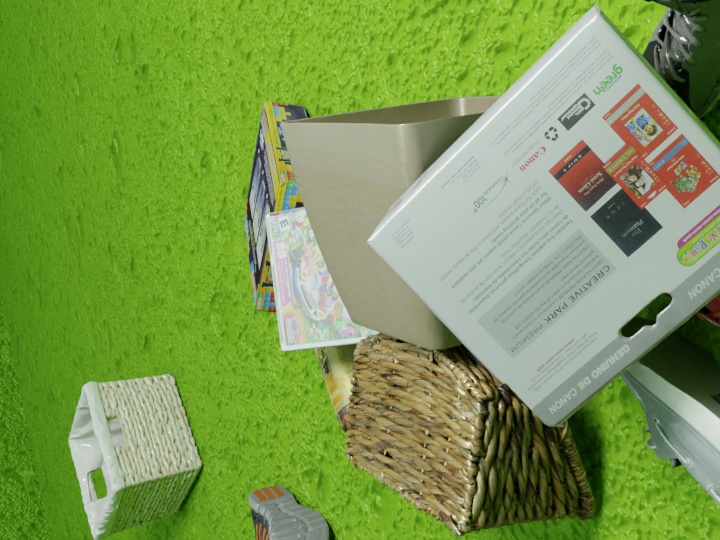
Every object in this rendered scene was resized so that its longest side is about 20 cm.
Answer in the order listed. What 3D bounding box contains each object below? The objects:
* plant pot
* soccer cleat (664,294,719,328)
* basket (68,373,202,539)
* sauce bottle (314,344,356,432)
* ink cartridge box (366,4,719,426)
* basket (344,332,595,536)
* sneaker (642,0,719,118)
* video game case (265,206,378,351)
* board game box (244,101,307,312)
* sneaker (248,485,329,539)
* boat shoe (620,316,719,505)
[{"bbox_3d":[0.071,-0.045,0.843,0.199,0.197,0.181,13,112,58],"label":"plant pot"},{"bbox_3d":[0.239,0.012,0.674,0.200,0.072,0.069,50,136,43],"label":"soccer cleat"},{"bbox_3d":[-0.382,0.309,1.708,0.200,0.158,0.201,65,144,29],"label":"basket"},{"bbox_3d":[-0.022,0.081,1.144,0.066,0.065,0.202,-58,43,46],"label":"sauce bottle"},{"bbox_3d":[0.135,-0.032,0.657,0.176,0.084,0.200,46,110,-4],"label":"ink cartridge box"},{"bbox_3d":[0.097,0.122,0.882,0.199,0.147,0.146,18,105,59],"label":"basket"},{"bbox_3d":[0.204,-0.165,0.658,0.076,0.114,0.201,65,144,28],"label":"sneaker"},{"bbox_3d":[0.000,0.000,1.027,0.197,0.018,0.146,-8,88,24],"label":"video game case"},{"bbox_3d":[-0.092,-0.076,1.185,0.201,0.056,0.168,-106,27,-54],"label":"board game box"},{"bbox_3d":[-0.087,0.364,1.313,0.200,0.076,0.114,-151,55,-67],"label":"sneaker"},{"bbox_3d":[0.231,0.110,0.710,0.201,0.069,0.072,49,132,41],"label":"boat shoe"}]
